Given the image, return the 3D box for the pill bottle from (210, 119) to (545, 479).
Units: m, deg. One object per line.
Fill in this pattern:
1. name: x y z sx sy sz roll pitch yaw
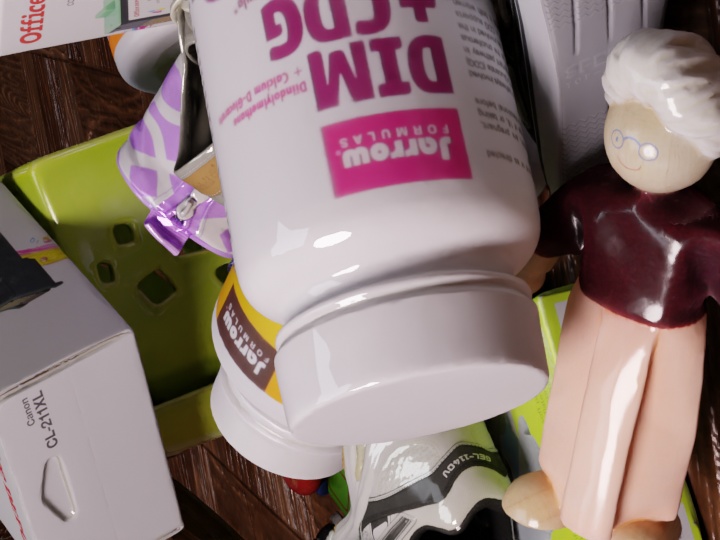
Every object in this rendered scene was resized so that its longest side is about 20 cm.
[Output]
1. pill bottle: 0.000 0.000 0.849 0.201 0.108 0.110 -63 39 35

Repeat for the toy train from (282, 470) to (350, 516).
1. toy train: 0.019 0.071 0.995 0.116 0.084 0.201 49 149 37

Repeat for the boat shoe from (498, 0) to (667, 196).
1. boat shoe: 0.074 -0.110 0.683 0.071 0.071 0.201 51 152 46

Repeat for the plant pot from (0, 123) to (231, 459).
1. plant pot: -0.094 -0.002 1.108 0.199 0.198 0.183 -3 106 71

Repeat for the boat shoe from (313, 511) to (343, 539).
1. boat shoe: -0.009 0.211 1.134 0.074 0.060 0.201 53 167 26

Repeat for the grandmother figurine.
1. grandmother figurine: 0.102 0.010 0.675 0.120 0.061 0.202 15 119 22

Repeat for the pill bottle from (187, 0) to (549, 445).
1. pill bottle: 0.003 -0.046 0.683 0.113 0.112 0.202 122 139 -66

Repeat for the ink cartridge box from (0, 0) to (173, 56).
1. ink cartridge box: -0.104 -0.194 0.976 0.145 0.198 0.085 121 133 -67

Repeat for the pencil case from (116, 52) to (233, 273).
1. pencil case: -0.036 -0.098 0.869 0.201 0.084 0.086 -54 1 17

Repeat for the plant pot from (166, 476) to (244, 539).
1. plant pot: -0.112 0.154 1.109 0.200 0.028 0.200 39 180 0

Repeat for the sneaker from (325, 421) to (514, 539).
1. sneaker: 0.028 0.140 0.854 0.088 0.075 0.201 56 157 38

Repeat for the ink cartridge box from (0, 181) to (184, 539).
1. ink cartridge box: -0.184 0.054 1.002 0.200 0.082 0.147 42 150 44

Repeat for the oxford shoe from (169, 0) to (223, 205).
1. oxford shoe: -0.051 -0.122 0.793 0.075 0.057 0.202 -22 64 61

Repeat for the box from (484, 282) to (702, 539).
1. box: 0.081 0.084 0.851 0.200 0.047 0.123 138 118 -70

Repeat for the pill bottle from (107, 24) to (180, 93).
1. pill bottle: -0.121 -0.220 1.159 0.113 0.112 0.202 119 136 -65
